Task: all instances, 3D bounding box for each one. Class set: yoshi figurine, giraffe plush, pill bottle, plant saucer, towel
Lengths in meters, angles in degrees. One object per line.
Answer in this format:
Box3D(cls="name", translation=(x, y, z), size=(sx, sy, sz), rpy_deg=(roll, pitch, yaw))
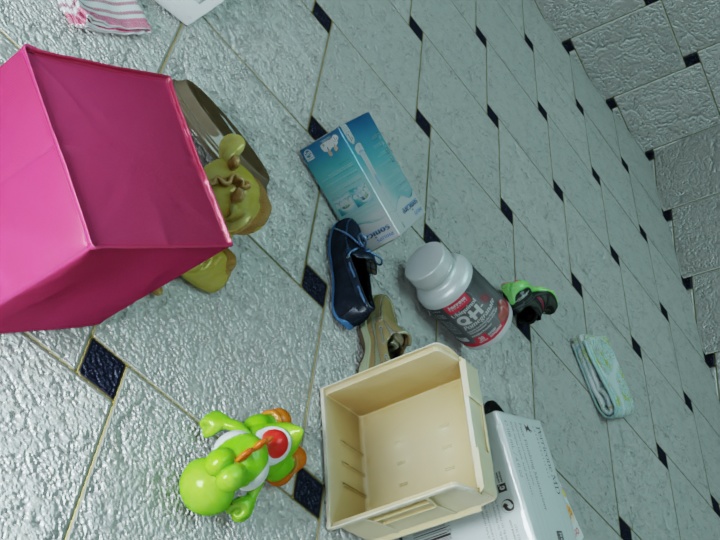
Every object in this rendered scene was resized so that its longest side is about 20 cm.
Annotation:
Box3D(cls="yoshi figurine", translation=(-0.136, 0.214, 1.095), size=(0.200, 0.112, 0.112), rpy_deg=(2, 104, -75))
Box3D(cls="giraffe plush", translation=(-0.178, -0.074, 1.170), size=(0.173, 0.162, 0.200), rpy_deg=(64, 27, 3))
Box3D(cls="pill bottle", translation=(0.166, 0.041, 1.721), size=(0.200, 0.111, 0.111), rpy_deg=(43, 33, -32))
Box3D(cls="plant saucer", translation=(-0.184, -0.178, 1.318), size=(0.200, 0.029, 0.200), rpy_deg=(50, 6, -7))
Box3D(cls="towel", translation=(0.563, 0.242, 2.296), size=(0.171, 0.048, 0.201), rpy_deg=(7, 61, -57))
Box3D(cls="towel", translation=(-0.358, -0.399, 1.298), size=(0.200, 0.030, 0.146), rpy_deg=(64, 26, 3))

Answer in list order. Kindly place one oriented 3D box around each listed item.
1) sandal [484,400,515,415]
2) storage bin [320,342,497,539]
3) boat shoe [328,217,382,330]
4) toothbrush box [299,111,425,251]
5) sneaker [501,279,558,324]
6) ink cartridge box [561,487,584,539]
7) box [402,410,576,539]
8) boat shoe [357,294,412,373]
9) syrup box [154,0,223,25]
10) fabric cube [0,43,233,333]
Box3D(cls="sandal", translation=(0.282, 0.296, 1.764), size=(0.200, 0.045, 0.075), rpy_deg=(50, 30, -22))
Box3D(cls="storage bin", translation=(0.059, 0.223, 1.281), size=(0.094, 0.198, 0.200), rpy_deg=(40, 34, -43))
Box3D(cls="boat shoe", translation=(0.000, 0.000, 1.515), size=(0.084, 0.069, 0.200), rpy_deg=(33, 39, -43))
Box3D(cls="toothbrush box", translation=(0.007, -0.144, 1.638), size=(0.200, 0.085, 0.146), rpy_deg=(58, 27, -7))
Box3D(cls="sneaker", translation=(0.346, 0.073, 2.064), size=(0.200, 0.077, 0.084), rpy_deg=(14, 71, -52))
Box3D(cls="ink cartridge box", translation=(0.246, 0.379, 1.541), size=(0.128, 0.125, 0.200), rpy_deg=(-10, 74, -62))
Box3D(cls="box", translation=(0.163, 0.322, 1.367), size=(0.131, 0.200, 0.199), rpy_deg=(20, 49, -52))
Box3D(cls="boat shoe", translation=(0.044, 0.108, 1.488), size=(0.072, 0.076, 0.200), rpy_deg=(41, 34, -35))
Box3D(cls="syrup box", translation=(-0.258, -0.471, 1.476), size=(0.079, 0.081, 0.201), rpy_deg=(32, 42, -46))
Box3D(cls="fabric cube", translation=(-0.281, -0.069, 0.952), size=(0.196, 0.199, 0.201), rpy_deg=(-2, 68, -59))
